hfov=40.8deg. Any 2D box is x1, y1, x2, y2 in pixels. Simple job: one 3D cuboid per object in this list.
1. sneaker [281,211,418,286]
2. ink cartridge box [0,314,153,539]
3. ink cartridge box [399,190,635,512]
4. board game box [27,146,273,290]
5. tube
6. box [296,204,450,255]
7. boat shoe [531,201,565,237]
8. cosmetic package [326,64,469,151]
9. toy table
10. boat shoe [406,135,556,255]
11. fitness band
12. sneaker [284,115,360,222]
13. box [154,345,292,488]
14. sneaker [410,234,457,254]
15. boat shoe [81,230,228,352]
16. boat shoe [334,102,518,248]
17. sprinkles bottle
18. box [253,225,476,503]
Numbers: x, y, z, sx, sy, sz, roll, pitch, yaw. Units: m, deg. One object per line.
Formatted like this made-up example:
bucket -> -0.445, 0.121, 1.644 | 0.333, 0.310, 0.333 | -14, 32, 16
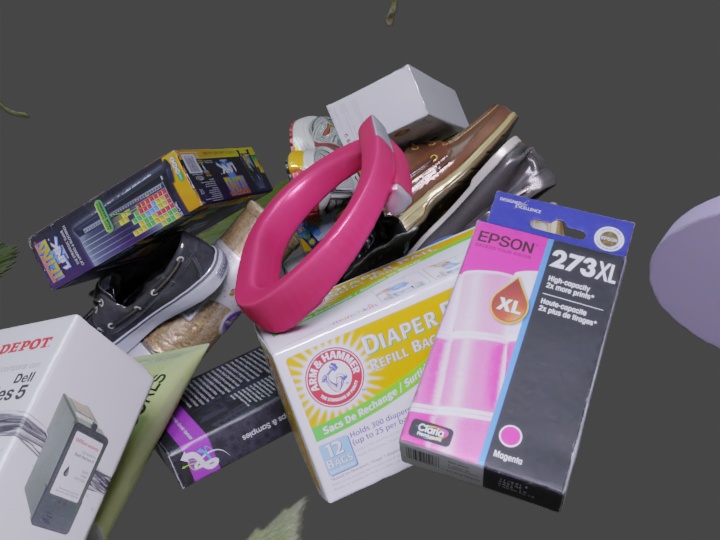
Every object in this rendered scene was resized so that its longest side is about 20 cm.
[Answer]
sneaker -> -0.002, -0.003, 0.776 | 0.104, 0.060, 0.200 | -31, -11, 1
ink cartridge box -> -0.241, 0.138, 0.628 | 0.144, 0.084, 0.201 | -11, 47, 34
ink cartridge box -> 0.098, 0.033, 0.573 | 0.094, 0.037, 0.201 | 15, 59, 15
board game box -> -0.190, -0.054, 0.916 | 0.164, 0.057, 0.200 | -29, 1, 15
tube -> -0.181, 0.123, 0.741 | 0.058, 0.052, 0.201 | 24, 36, -3
box -> 0.040, -0.046, 1.023 | 0.191, 0.123, 0.200 | -18, 15, 3
boat shoe -> 0.145, -0.007, 0.834 | 0.068, 0.075, 0.200 | -10, 17, 13
cosmetic package -> 0.043, -0.140, 0.903 | 0.082, 0.051, 0.200 | -26, -4, 17
toy table -> 0.278, -0.022, 0.556 | 0.199, 0.185, 0.117 | 9, 48, 46
boat shoe -> 0.095, -0.029, 0.871 | 0.200, 0.057, 0.067 | -51, -12, 25
fitness band -> -0.027, -0.035, 0.677 | 0.143, 0.037, 0.201 | -42, 20, 18
sneaker -> -0.024, -0.105, 0.955 | 0.081, 0.079, 0.200 | -14, 25, 4
box -> -0.082, 0.103, 0.816 | 0.199, 0.036, 0.143 | -26, 16, -19
sneaker -> 0.045, 0.038, 0.821 | 0.069, 0.079, 0.200 | 13, -25, -24
boat shoe -> -0.214, 0.025, 0.896 | 0.199, 0.066, 0.070 | -27, 41, 26
boat shoe -> 0.060, -0.087, 0.865 | 0.200, 0.068, 0.072 | -44, -11, -12
sprinkles bottle -> -0.145, 0.027, 0.937 | 0.200, 0.068, 0.068 | -50, 17, -2
box -> 0.038, 0.056, 0.669 | 0.198, 0.114, 0.101 | -23, 14, -9
